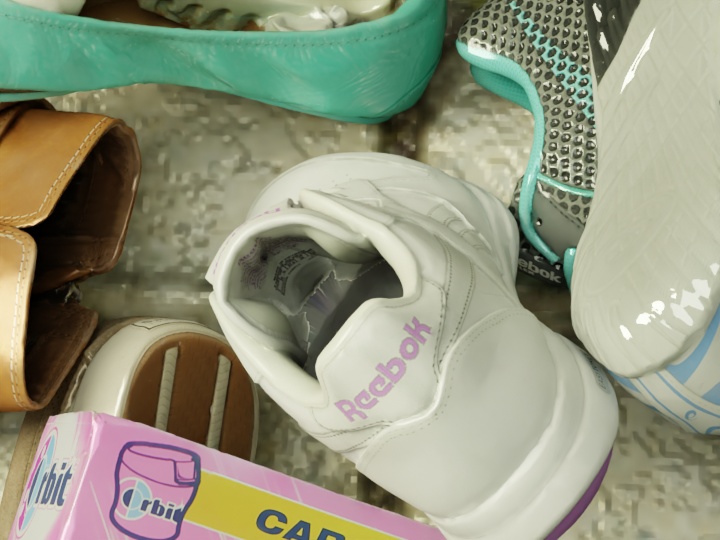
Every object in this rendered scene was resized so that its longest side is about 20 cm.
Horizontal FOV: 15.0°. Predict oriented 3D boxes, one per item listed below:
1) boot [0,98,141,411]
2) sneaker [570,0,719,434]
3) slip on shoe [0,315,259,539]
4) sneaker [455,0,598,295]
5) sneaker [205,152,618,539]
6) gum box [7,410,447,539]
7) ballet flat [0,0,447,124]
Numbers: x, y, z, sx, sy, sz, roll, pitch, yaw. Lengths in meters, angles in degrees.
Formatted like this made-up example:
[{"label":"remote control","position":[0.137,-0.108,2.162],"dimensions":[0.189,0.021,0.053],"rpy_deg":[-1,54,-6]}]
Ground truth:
[{"label":"boot","position":[-0.154,0.030,0.787],"dimensions":[0.154,0.077,0.201],"rpy_deg":[10,67,25]},{"label":"sneaker","position":[0.100,-0.048,0.731],"dimensions":[0.072,0.072,0.201],"rpy_deg":[-13,54,39]},{"label":"slip on shoe","position":[-0.081,0.112,0.784],"dimensions":[0.060,0.076,0.202],"rpy_deg":[4,84,47]},{"label":"sneaker","position":[0.087,-0.007,0.787],"dimensions":[0.091,0.078,0.201],"rpy_deg":[-20,67,5]},{"label":"sneaker","position":[0.000,0.000,0.733],"dimensions":[0.099,0.200,0.075],"rpy_deg":[37,94,-26]},{"label":"gum box","position":[-0.003,0.123,0.732],"dimensions":[0.199,0.066,0.114],"rpy_deg":[21,80,-16]},{"label":"ballet flat","position":[-0.064,-0.086,0.777],"dimensions":[0.199,0.071,0.068],"rpy_deg":[3,43,-23]}]
